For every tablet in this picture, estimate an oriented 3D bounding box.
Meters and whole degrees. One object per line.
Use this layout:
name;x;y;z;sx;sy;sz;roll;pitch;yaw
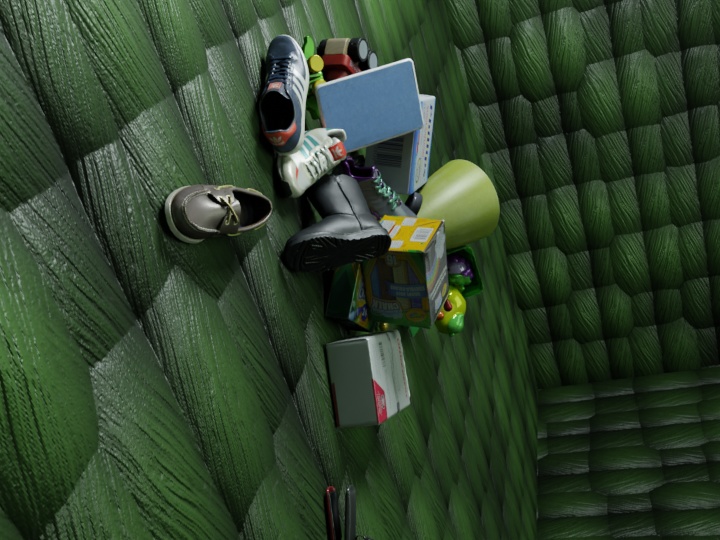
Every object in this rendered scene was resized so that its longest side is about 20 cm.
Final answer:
tablet;0.020;-0.296;1.383;0.014;0.197;0.132;-145;-142;-63

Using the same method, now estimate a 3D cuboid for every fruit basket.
fruit basket;0.181;0.043;1.742;0.217;0.211;0.157;-75;149;-51

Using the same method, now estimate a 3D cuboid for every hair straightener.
hair straightener;-0.009;0.436;1.174;0.041;0.075;0.204;34;49;-66

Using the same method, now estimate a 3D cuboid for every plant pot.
plant pot;0.171;-0.120;1.662;0.198;0.185;0.190;-29;111;-34

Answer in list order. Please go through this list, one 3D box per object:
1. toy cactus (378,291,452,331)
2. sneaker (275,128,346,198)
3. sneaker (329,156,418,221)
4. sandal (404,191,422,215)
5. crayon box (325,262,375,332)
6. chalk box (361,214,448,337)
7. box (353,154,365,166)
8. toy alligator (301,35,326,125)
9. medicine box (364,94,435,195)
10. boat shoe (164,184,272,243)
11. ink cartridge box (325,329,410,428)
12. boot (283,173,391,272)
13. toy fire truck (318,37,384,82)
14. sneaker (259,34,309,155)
toy cactus;0.099;0.036;1.566;0.102;0.196;0.169;-135;-141;-68
sneaker;-0.076;-0.191;1.276;0.201;0.092;0.071;-70;144;-56
sneaker;0.033;-0.142;1.422;0.197;0.088;0.075;27;44;-9
sandal;0.083;-0.067;1.567;0.077;0.042;0.202;-89;-155;-55
crayon box;0.000;0.000;1.386;0.126;0.051;0.204;36;62;-64
chalk box;0.085;0.020;1.375;0.125;0.121;0.203;-52;143;-51
box;0.004;-0.108;1.542;0.202;0.043;0.162;-81;153;-44
toy alligator;-0.092;-0.316;1.368;0.053;0.059;0.204;-16;102;-28
medicine box;0.081;-0.264;1.549;0.200;0.101;0.186;-43;139;-69
boat shoe;-0.177;-0.076;0.973;0.200;0.058;0.073;-12;92;-71
ink cartridge box;0.018;0.190;1.368;0.200;0.082;0.148;1;80;-72
boot;-0.063;-0.085;1.275;0.169;0.197;0.077;57;-35;37
toy fire truck;-0.012;-0.347;1.542;0.176;0.126;0.204;30;69;-61
sneaker;-0.127;-0.291;1.209;0.084;0.073;0.204;33;49;-70
